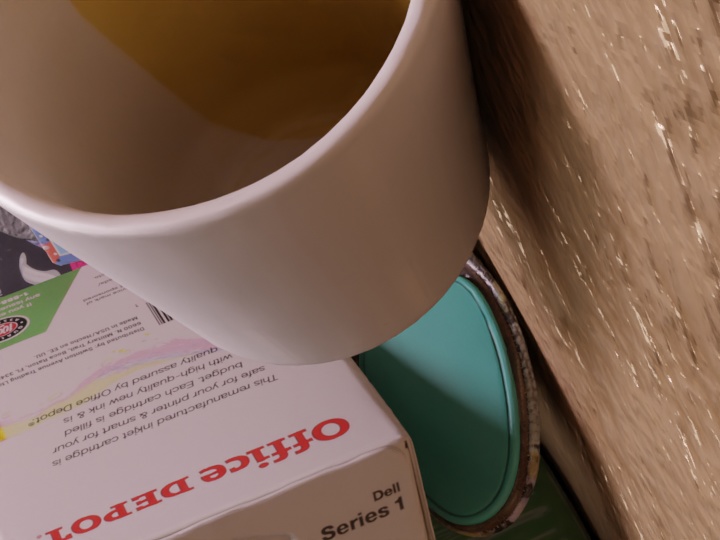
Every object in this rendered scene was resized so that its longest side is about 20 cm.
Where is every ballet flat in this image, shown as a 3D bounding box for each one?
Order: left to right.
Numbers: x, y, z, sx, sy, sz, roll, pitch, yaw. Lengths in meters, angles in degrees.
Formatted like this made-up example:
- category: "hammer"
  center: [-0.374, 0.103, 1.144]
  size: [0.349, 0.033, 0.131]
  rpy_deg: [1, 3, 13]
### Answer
- category: "ballet flat"
  center: [0.025, 0.012, 0.801]
  size: [0.072, 0.072, 0.201]
  rpy_deg: [75, 169, -65]

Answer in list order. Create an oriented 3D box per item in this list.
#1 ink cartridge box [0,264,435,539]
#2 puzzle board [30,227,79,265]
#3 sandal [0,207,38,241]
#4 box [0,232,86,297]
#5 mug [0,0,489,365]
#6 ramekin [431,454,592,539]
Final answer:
- category: "ink cartridge box"
  center: [-0.073, 0.073, 0.789]
  size: [0.200, 0.145, 0.084]
  rpy_deg: [-130, 22, -57]
- category: "puzzle board"
  center: [-0.095, -0.084, 0.831]
  size: [0.200, 0.150, 0.017]
  rpy_deg: [63, -162, -45]
- category: "sandal"
  center: [-0.096, -0.061, 0.910]
  size: [0.048, 0.200, 0.075]
  rpy_deg: [-38, -71, -61]
- category: "box"
  center: [-0.106, -0.031, 1.095]
  size: [0.106, 0.200, 0.122]
  rpy_deg: [72, 171, -58]
- category: "mug"
  center: [-0.020, -0.060, 0.622]
  size: [0.149, 0.187, 0.153]
  rpy_deg: [25, 164, 27]
- category: "ramekin"
  center: [0.059, 0.163, 0.902]
  size: [0.200, 0.098, 0.200]
  rpy_deg: [155, 90, -86]
